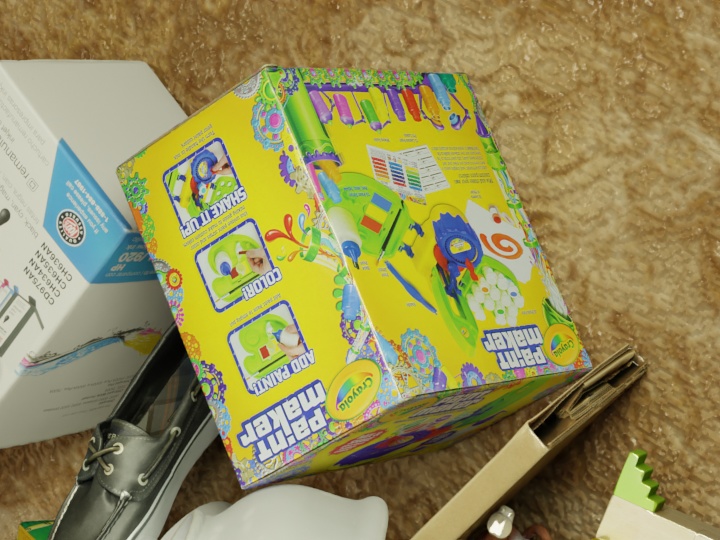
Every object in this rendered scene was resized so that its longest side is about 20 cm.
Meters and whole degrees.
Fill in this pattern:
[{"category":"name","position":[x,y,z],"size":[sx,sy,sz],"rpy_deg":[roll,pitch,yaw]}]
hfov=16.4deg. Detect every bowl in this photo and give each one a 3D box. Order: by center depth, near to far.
[{"category":"bowl","position":[-0.072,0.189,1.312],"size":[0.090,0.201,0.202],"rpy_deg":[29,112,-6]}]

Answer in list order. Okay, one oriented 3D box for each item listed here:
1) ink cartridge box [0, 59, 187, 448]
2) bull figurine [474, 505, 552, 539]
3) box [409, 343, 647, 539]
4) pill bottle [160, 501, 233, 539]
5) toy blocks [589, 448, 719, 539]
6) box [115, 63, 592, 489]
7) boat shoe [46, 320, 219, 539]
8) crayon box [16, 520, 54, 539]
[{"category":"ink cartridge box","position":[-0.192,-0.009,1.541],"size":[0.147,0.144,0.200],"rpy_deg":[50,118,20]},{"category":"bull figurine","position":[0.056,0.221,1.338],"size":[0.065,0.121,0.201],"rpy_deg":[21,72,2]},{"category":"box","position":[0.062,0.129,1.366],"size":[0.021,0.163,0.200],"rpy_deg":[47,118,7]},{"category":"pill bottle","position":[-0.035,0.230,1.468],"size":[0.200,0.114,0.114],"rpy_deg":[35,111,27]},{"category":"toy blocks","position":[0.174,0.216,1.345],"size":[0.136,0.100,0.201],"rpy_deg":[24,96,16]},{"category":"box","position":[0.000,0.000,1.378],"size":[0.122,0.200,0.193],"rpy_deg":[-31,75,31]},{"category":"boat shoe","position":[-0.137,0.109,1.497],"size":[0.068,0.057,0.200],"rpy_deg":[12,58,41]},{"category":"crayon box","position":[-0.181,0.268,1.571],"size":[0.119,0.058,0.201],"rpy_deg":[-161,74,-66]}]
